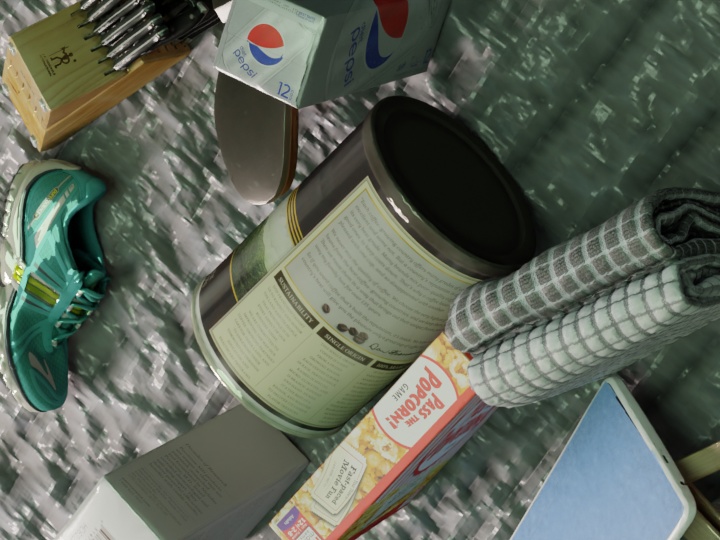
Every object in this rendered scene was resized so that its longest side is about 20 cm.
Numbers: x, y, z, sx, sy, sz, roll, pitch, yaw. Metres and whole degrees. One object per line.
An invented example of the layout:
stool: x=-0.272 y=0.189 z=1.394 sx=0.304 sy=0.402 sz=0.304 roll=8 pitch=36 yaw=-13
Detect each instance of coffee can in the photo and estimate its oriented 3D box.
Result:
coffee can: x=0.000 y=0.000 z=1.457 sx=0.200 sy=0.146 sz=0.146 roll=-43 pitch=81 yaw=29

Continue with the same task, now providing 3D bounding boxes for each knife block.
knife block: x=-0.170 y=-0.170 z=1.565 sx=0.064 sy=0.175 sz=0.200 roll=62 pitch=165 yaw=3

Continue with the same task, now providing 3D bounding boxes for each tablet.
tablet: x=0.155 y=0.185 z=1.446 sx=0.200 sy=0.014 sz=0.130 roll=-64 pitch=36 yaw=33

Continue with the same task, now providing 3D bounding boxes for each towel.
towel: x=0.165 y=0.009 z=1.345 sx=0.165 sy=0.200 sz=0.086 roll=-30 pitch=81 yaw=30

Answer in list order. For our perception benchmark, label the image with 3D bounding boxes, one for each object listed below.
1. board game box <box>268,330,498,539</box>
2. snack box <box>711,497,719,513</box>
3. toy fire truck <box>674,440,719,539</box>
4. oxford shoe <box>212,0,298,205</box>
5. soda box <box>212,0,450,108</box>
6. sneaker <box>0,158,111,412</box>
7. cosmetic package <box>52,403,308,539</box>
board game box: x=0.042 y=0.105 z=1.457 sx=0.046 sy=0.151 sz=0.200 roll=46 pitch=119 yaw=11
snack box: x=0.313 y=0.225 z=1.415 sx=0.072 sy=0.024 sz=0.200 roll=-37 pitch=84 yaw=32
toy fire truck: x=0.226 y=0.175 z=1.408 sx=0.200 sy=0.049 sz=0.141 roll=-13 pitch=100 yaw=44
oxford shoe: x=-0.057 y=-0.142 z=1.474 sx=0.071 sy=0.071 sz=0.201 roll=-10 pitch=77 yaw=41
soda box: x=-0.014 y=-0.159 z=1.395 sx=0.068 sy=0.200 sz=0.064 roll=26 pitch=112 yaw=19
sneaker: x=-0.233 y=0.016 z=1.629 sx=0.079 sy=0.077 sz=0.201 roll=10 pitch=107 yaw=16
cosmetic package: x=-0.133 y=0.173 z=1.537 sx=0.071 sy=0.200 sz=0.101 roll=46 pitch=118 yaw=11
